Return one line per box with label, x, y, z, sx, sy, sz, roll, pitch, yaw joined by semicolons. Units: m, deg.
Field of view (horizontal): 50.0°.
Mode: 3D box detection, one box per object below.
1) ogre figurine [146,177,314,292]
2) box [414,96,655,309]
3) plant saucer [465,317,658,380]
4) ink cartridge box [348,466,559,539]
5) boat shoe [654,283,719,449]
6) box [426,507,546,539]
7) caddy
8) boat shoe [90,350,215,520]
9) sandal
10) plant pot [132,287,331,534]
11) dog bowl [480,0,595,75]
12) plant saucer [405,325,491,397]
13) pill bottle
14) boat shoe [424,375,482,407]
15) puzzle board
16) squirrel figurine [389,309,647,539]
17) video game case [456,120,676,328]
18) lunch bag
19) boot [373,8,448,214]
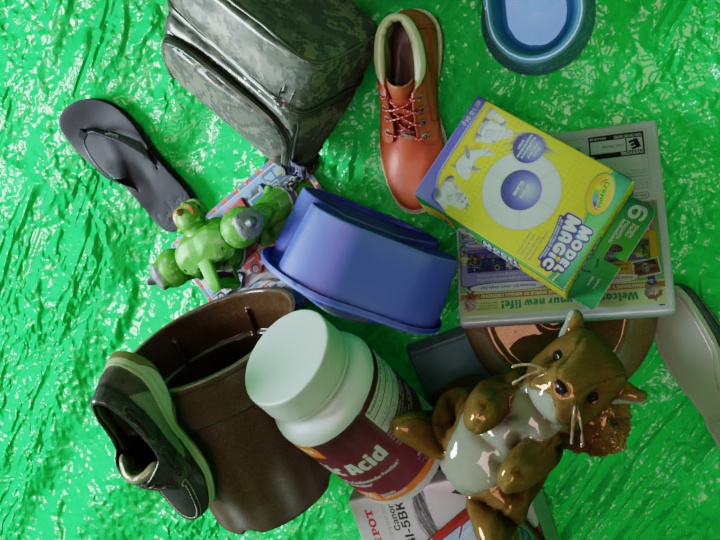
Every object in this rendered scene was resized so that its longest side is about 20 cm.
ogre figurine;-0.144;-0.032;0.813;0.196;0.120;0.100;-8;101;17
box;0.161;-0.063;0.720;0.198;0.048;0.118;34;89;21
plant saucer;0.194;0.038;0.771;0.196;0.035;0.205;1;94;20
ink cartridge box;0.104;0.278;0.846;0.196;0.083;0.150;-18;98;19
boat shoe;0.353;0.098;0.753;0.061;0.073;0.203;-26;86;-23
box;0.090;0.326;0.764;0.095;0.100;0.200;44;110;1
caddy;0.000;0.000;0.770;0.197;0.142;0.107;20;103;-17
boat shoe;-0.195;0.167;0.710;0.070;0.066;0.204;5;128;26
sandal;-0.268;-0.127;0.887;0.199;0.043;0.077;40;110;5
plant pot;-0.126;0.154;0.832;0.196;0.201;0.201;-14;113;19
dog bowl;0.158;-0.287;0.720;0.109;0.050;0.205;-6;100;18
plant saucer;0.146;0.083;0.824;0.197;0.019;0.071;-22;96;19
pill bottle;-0.012;0.132;0.737;0.113;0.116;0.200;-28;130;20
boat shoe;0.064;0.180;0.841;0.198;0.073;0.065;-29;131;22
puzzle board;-0.108;-0.022;0.877;0.199;0.017;0.152;-36;90;21
squirrel figurine;0.163;0.122;0.686;0.142;0.198;0.188;52;121;26
video game case;0.189;-0.042;0.741;0.196;0.022;0.186;-5;75;17
lunch bag;-0.097;-0.210;0.771;0.199;0.139;0.169;39;138;7
boot;0.044;-0.151;0.756;0.073;0.107;0.205;0;104;15
